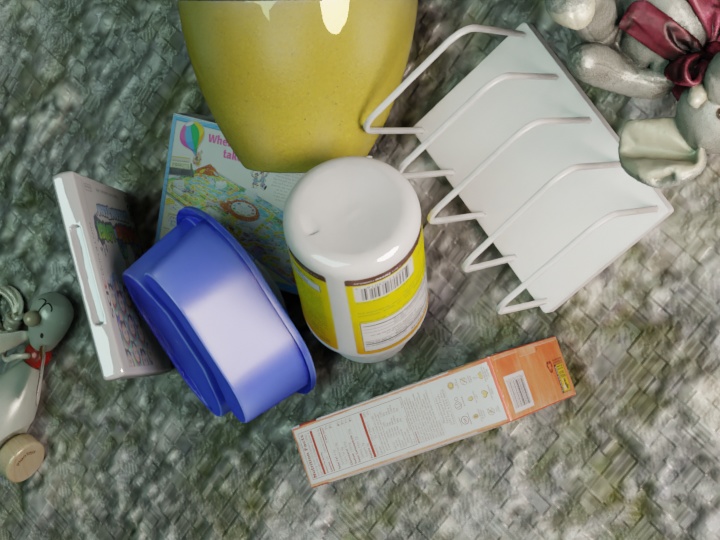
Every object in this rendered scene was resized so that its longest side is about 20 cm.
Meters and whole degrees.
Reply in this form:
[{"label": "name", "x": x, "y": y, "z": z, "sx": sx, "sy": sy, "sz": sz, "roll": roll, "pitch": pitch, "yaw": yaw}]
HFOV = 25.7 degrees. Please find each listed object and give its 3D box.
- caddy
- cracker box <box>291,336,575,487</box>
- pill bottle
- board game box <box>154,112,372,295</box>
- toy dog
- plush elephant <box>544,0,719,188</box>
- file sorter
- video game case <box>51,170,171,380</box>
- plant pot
[{"label": "caddy", "x": -0.117, "y": 0.038, "z": 1.396, "sx": 0.200, "sy": 0.105, "sz": 0.141, "roll": 59, "pitch": 159, "yaw": -14}, {"label": "cracker box", "x": 0.061, "y": 0.118, "z": 1.311, "sx": 0.200, "sy": 0.134, "sz": 0.058, "roll": -22, "pitch": 84, "yaw": 30}, {"label": "pill bottle", "x": 0.000, "y": 0.000, "z": 1.297, "sx": 0.109, "sy": 0.200, "sz": 0.110, "roll": -2, "pitch": 62, "yaw": 4}, {"label": "board game box", "x": -0.092, "y": -0.059, "z": 1.441, "sx": 0.200, "sy": 0.034, "sz": 0.135, "roll": 16, "pitch": 103, "yaw": 28}, {"label": "toy dog", "x": -0.360, "y": 0.117, "z": 1.578, "sx": 0.132, "sy": 0.096, "sz": 0.201, "roll": 11, "pitch": 100, "yaw": 29}, {"label": "plush elephant", "x": 0.244, "y": -0.151, "z": 1.141, "sx": 0.165, "sy": 0.200, "sz": 0.155, "roll": -35, "pitch": 61, "yaw": -9}, {"label": "file sorter", "x": 0.120, "y": -0.080, "z": 1.264, "sx": 0.139, "sy": 0.124, "sz": 0.200, "roll": -42, "pitch": 74, "yaw": 27}, {"label": "video game case", "x": -0.223, "y": 0.008, "z": 1.436, "sx": 0.024, "sy": 0.200, "sz": 0.183, "roll": -16, "pitch": 86, "yaw": 4}, {"label": "plant pot", "x": -0.051, "y": -0.158, "z": 1.319, "sx": 0.200, "sy": 0.200, "sz": 0.142, "roll": 6, "pitch": 103, "yaw": 30}]
